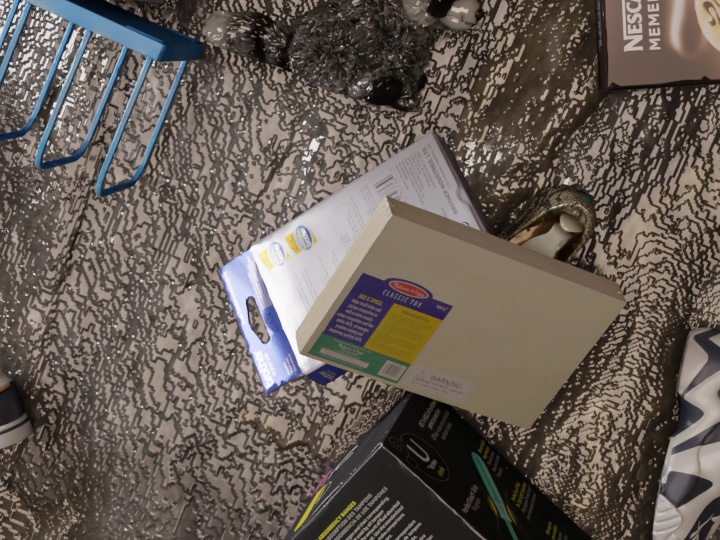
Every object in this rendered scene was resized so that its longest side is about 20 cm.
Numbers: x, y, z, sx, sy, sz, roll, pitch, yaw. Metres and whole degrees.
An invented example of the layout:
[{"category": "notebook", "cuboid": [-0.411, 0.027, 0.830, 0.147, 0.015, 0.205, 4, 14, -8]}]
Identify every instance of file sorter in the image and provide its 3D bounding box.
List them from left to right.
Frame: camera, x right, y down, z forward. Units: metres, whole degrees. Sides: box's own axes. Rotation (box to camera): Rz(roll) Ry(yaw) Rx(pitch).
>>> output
[{"category": "file sorter", "cuboid": [-0.240, -0.151, 1.159, 0.200, 0.139, 0.123, 25, 99, 2]}]

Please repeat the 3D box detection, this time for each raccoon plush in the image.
[{"category": "raccoon plush", "cuboid": [-0.010, -0.200, 1.150, 0.200, 0.097, 0.134, 17, 102, 1]}]

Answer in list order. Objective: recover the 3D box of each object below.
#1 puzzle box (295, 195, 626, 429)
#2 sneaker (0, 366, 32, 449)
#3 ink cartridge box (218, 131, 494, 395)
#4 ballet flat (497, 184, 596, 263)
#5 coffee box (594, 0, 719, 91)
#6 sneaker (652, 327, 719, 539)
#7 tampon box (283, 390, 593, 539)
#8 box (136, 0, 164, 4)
[{"category": "puzzle box", "cuboid": [0.071, 0.033, 1.118, 0.200, 0.025, 0.133, 20, 122, -25]}, {"category": "sneaker", "cuboid": [-0.359, 0.121, 1.221, 0.200, 0.078, 0.080, -19, 98, -6]}, {"category": "ink cartridge box", "cuboid": [0.000, 0.000, 1.172, 0.200, 0.042, 0.120, -30, 63, 11]}, {"category": "ballet flat", "cuboid": [0.098, 0.015, 1.179, 0.068, 0.075, 0.200, 44, 97, -3]}, {"category": "coffee box", "cuboid": [0.270, -0.191, 1.147, 0.199, 0.080, 0.113, -4, 95, 4]}, {"category": "sneaker", "cuboid": [0.289, 0.149, 1.174, 0.129, 0.079, 0.200, 10, 86, 12]}, {"category": "tampon box", "cuboid": [0.062, 0.207, 1.151, 0.200, 0.150, 0.126, 43, 108, 0]}, {"category": "box", "cuboid": [-0.212, -0.263, 1.113, 0.152, 0.200, 0.107, 21, 99, 3]}]
